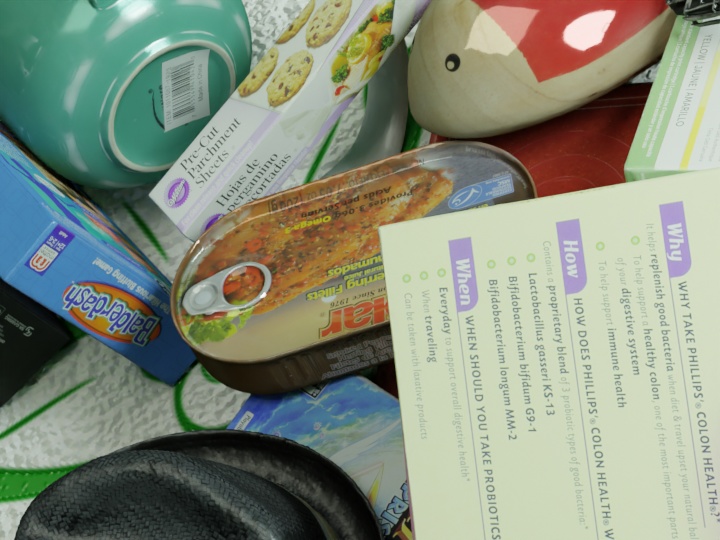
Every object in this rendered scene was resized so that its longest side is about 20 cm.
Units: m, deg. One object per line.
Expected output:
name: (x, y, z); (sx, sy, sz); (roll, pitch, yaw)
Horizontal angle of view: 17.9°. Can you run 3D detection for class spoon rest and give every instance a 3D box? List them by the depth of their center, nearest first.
spoon rest: (-0.016, -0.039, 1.269); (0.099, 0.061, 0.201); (13, 80, 35)

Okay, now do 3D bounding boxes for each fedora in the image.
fedora: (-0.090, 0.143, 1.070); (0.199, 0.092, 0.202); (-8, 60, 14)

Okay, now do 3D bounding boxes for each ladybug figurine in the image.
ladybug figurine: (0.107, -0.142, 1.219); (0.199, 0.072, 0.135); (-33, 29, -21)

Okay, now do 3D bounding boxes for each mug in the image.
mug: (-0.147, -0.127, 1.305); (0.114, 0.185, 0.152); (43, 103, 35)

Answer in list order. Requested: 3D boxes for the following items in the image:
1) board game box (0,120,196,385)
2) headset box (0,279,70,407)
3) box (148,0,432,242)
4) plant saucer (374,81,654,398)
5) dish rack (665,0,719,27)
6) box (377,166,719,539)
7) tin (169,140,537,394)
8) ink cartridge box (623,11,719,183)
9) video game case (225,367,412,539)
board game box: (-0.185, -0.032, 1.281); (0.045, 0.152, 0.200); (-49, 49, 3)
headset box: (-0.262, -0.015, 1.313); (0.075, 0.149, 0.200); (-42, 49, 6)
box: (-0.033, -0.099, 1.241); (0.200, 0.039, 0.041); (-49, 52, 8)
plant saucer: (0.105, -0.020, 1.195); (0.198, 0.037, 0.201); (-2, 60, 27)
dish rack: (0.221, -0.211, 1.121); (0.153, 0.054, 0.201); (-11, 58, 68)
box: (0.121, 0.058, 1.002); (0.198, 0.097, 0.177); (-10, 78, 14)
tin: (0.000, 0.000, 1.176); (0.199, 0.042, 0.112); (-17, 43, 10)
ink cartridge box: (0.239, -0.073, 1.099); (0.198, 0.048, 0.146); (1, 40, 22)
video game case: (-0.022, 0.156, 1.133); (0.181, 0.045, 0.201); (29, 80, 38)
